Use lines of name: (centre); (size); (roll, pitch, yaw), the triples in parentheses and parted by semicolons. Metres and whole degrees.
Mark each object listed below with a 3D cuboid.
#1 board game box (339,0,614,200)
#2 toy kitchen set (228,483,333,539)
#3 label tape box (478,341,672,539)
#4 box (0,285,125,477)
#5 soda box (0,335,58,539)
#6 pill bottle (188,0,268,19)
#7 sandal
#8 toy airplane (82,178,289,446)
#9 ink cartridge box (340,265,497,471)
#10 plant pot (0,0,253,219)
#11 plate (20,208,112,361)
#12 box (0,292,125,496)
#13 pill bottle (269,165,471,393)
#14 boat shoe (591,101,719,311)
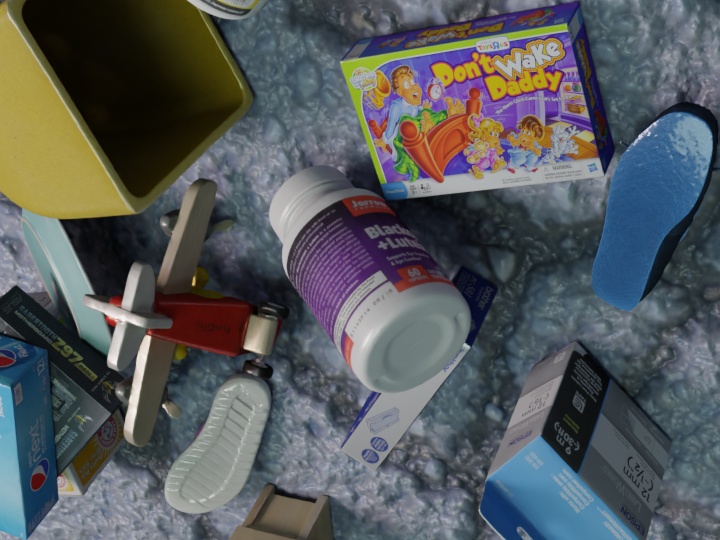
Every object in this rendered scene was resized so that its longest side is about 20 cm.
board game box: (0.096, -0.136, 1.061); (0.198, 0.045, 0.135); (-5, 121, 28)
toy kitchen set: (-0.060, 0.375, 1.393); (0.162, 0.200, 0.182); (9, 126, 20)
label tape box: (0.194, 0.182, 1.139); (0.143, 0.200, 0.066); (46, 128, -12)
box: (-0.341, 0.130, 1.302); (0.158, 0.051, 0.200); (41, 129, -3)
soda box: (-0.344, 0.164, 1.251); (0.067, 0.064, 0.201); (16, 125, 15)
pill bottle: (-0.067, -0.293, 0.982); (0.112, 0.112, 0.200); (44, 129, -10)
sandal: (-0.149, 0.189, 1.406); (0.082, 0.050, 0.203); (26, 118, -13)
toy airplane: (-0.182, 0.041, 1.224); (0.141, 0.200, 0.200); (22, 143, 47)
ink cartridge box: (0.054, 0.095, 1.212); (0.044, 0.094, 0.200); (32, 131, 0)
plant pot: (-0.254, -0.160, 1.118); (0.199, 0.196, 0.195); (-11, 118, 38)
plate: (-0.299, 0.006, 1.279); (0.200, 0.025, 0.201); (51, 157, 31)
box: (-0.354, 0.138, 1.418); (0.101, 0.113, 0.201); (-4, 119, 27)
pill bottle: (0.000, 0.000, 1.107); (0.200, 0.111, 0.112); (52, 143, 38)
boat shoe: (0.236, -0.060, 1.040); (0.084, 0.069, 0.201); (36, 137, 14)
